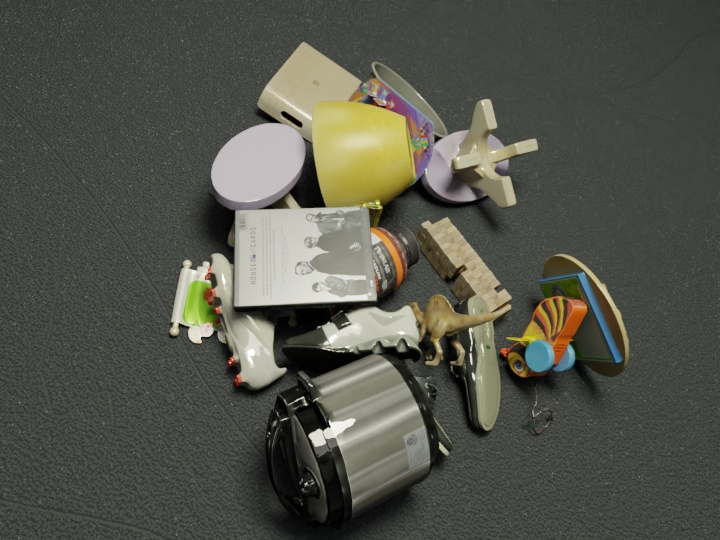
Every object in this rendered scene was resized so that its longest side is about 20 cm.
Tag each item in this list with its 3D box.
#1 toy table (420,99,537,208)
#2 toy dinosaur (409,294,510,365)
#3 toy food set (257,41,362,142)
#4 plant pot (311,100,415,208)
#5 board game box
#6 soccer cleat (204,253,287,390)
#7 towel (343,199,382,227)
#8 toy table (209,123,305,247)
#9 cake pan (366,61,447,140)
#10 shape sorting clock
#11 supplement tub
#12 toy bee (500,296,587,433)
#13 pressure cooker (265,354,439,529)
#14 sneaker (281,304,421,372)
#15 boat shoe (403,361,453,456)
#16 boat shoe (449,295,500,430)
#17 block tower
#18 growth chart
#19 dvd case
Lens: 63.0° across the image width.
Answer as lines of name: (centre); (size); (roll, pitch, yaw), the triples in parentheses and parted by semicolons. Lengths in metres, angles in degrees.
toy table: (0.217, -0.200, 1.062); (0.198, 0.117, 0.186); (-30, 100, -25)
toy dinosaur: (0.124, 0.087, 0.867); (0.057, 0.198, 0.104); (3, 89, -38)
toy food set: (-0.096, -0.348, 1.158); (0.142, 0.060, 0.202); (32, 56, -7)
plant pot: (0.014, -0.185, 0.961); (0.139, 0.201, 0.203); (-8, 56, 10)
board game box: (0.033, -0.235, 1.047); (0.200, 0.159, 0.039); (44, 32, 16)
soccer cleat: (-0.167, 0.069, 0.843); (0.076, 0.069, 0.204); (-16, 82, -24)
towel: (-0.062, -0.059, 0.923); (0.196, 0.087, 0.018); (-15, 59, -17)
toy table: (-0.165, -0.135, 0.950); (0.182, 0.118, 0.200); (31, 51, 14)
cake pan: (0.087, -0.317, 1.133); (0.199, 0.037, 0.202); (35, 28, -21)
shape sorting clock: (0.345, 0.068, 0.910); (0.039, 0.201, 0.202); (-23, 65, -12)
supplement tub: (0.000, 0.000, 0.919); (0.198, 0.108, 0.107); (-30, 69, -28)
toy bee: (0.262, 0.123, 0.900); (0.108, 0.130, 0.202); (32, 91, 52)
pressure cooker: (-0.023, 0.212, 0.734); (0.197, 0.179, 0.178); (-19, 67, -25)
sneaker: (-0.013, 0.090, 0.836); (0.195, 0.075, 0.090); (-4, 55, 5)
boat shoe: (0.079, 0.169, 0.847); (0.066, 0.075, 0.200); (-36, 61, -8)
boat shoe: (0.172, 0.144, 0.906); (0.071, 0.067, 0.204); (22, 58, -47)
block tower: (0.173, 0.000, 0.996); (0.057, 0.054, 0.201); (-26, 68, -28)
growth chart: (-0.188, 0.042, 0.900); (0.196, 0.018, 0.147); (-1, 59, -14)
dvd case: (-0.079, -0.019, 0.833); (0.195, 0.025, 0.153); (-2, 65, -5)
